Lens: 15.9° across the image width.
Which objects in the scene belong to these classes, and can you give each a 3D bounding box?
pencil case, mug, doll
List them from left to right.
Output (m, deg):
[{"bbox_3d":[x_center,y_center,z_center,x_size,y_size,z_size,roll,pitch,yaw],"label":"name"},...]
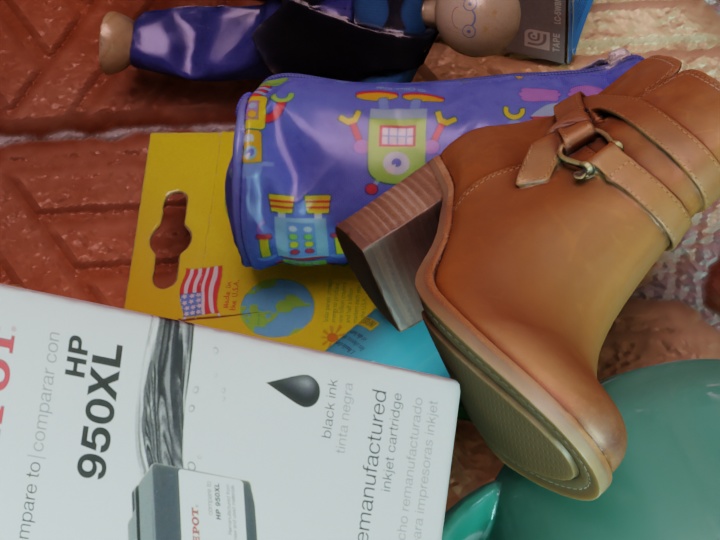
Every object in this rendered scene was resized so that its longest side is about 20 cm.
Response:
[{"bbox_3d":[-0.022,-0.118,1.204,0.200,0.048,0.136,2,92,18],"label":"doll"},{"bbox_3d":[0.042,-0.047,1.093,0.200,0.078,0.087,-3,83,2],"label":"pencil case"},{"bbox_3d":[0.112,0.101,0.981,0.152,0.185,0.114,-41,48,21],"label":"mug"}]

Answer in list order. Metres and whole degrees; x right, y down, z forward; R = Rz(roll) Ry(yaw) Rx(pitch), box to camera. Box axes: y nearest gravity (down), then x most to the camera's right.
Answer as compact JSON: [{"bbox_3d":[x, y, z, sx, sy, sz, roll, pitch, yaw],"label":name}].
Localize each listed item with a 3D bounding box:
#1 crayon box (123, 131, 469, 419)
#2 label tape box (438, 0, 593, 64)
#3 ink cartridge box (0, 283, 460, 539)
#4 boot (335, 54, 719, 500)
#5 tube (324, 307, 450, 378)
[{"bbox_3d":[0.000,0.000,1.144,0.200,0.051,0.127,2,55,6],"label":"crayon box"},{"bbox_3d":[0.029,-0.192,1.275,0.200,0.063,0.144,13,56,14],"label":"label tape box"},{"bbox_3d":[-0.077,0.092,0.899,0.200,0.084,0.145,13,79,-28],"label":"ink cartridge box"},{"bbox_3d":[0.091,-0.010,0.965,0.155,0.074,0.200,-30,38,-7],"label":"boot"},{"bbox_3d":[-0.037,0.079,1.043,0.200,0.077,0.050,-37,86,-12],"label":"tube"}]
